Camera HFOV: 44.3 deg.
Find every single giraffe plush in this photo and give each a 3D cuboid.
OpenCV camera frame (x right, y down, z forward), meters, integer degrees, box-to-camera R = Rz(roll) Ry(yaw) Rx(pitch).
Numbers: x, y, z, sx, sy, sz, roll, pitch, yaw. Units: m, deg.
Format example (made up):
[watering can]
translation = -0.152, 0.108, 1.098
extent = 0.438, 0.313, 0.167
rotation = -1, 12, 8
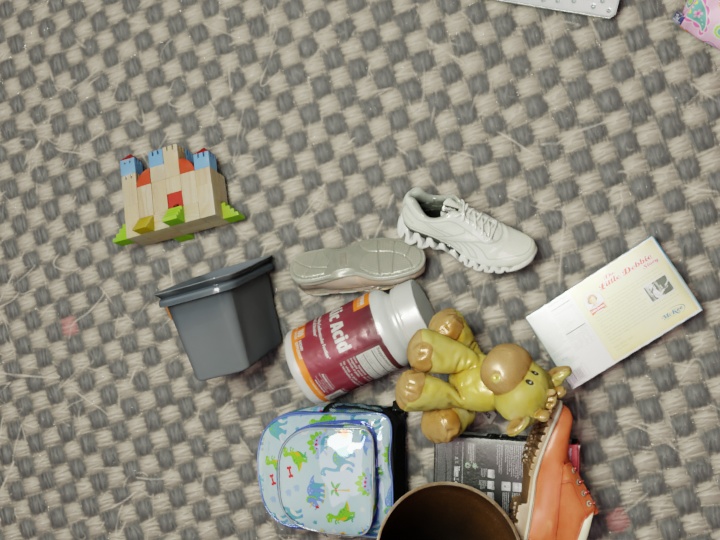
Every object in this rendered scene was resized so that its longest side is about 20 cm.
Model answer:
[giraffe plush]
translation = 0.169, 0.147, 1.126
extent = 0.162, 0.199, 0.174
rotation = -3, 60, 53

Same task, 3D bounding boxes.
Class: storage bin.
[storage bin]
translation = -0.196, 0.070, 1.259
extent = 0.144, 0.200, 0.135
rotation = -15, 95, 15

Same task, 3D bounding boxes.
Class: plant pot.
[plant pot]
translation = 0.096, 0.394, 1.153
extent = 0.185, 0.200, 0.188
rotation = 4, 62, -7

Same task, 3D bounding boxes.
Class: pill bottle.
[pill bottle]
translation = 0.004, 0.097, 1.235
extent = 0.199, 0.114, 0.115
rotation = -26, 82, 14

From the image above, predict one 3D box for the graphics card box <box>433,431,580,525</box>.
[graphics card box]
translation = 0.199, 0.289, 1.210
extent = 0.198, 0.051, 0.127
rotation = 0, 90, 15

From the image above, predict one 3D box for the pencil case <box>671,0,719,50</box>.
[pencil case]
translation = 0.503, -0.304, 1.114
extent = 0.199, 0.087, 0.088
rotation = 34, 98, 13

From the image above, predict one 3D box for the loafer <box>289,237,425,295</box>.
[loafer]
translation = 0.000, 0.000, 1.274
extent = 0.198, 0.063, 0.072
rotation = -5, 55, 13

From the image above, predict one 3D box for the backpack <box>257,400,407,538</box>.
[backpack]
translation = -0.045, 0.276, 1.231
extent = 0.198, 0.147, 0.185
rotation = -2, 86, 19

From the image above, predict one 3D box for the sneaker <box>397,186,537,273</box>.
[sneaker]
translation = 0.144, -0.056, 1.205
extent = 0.198, 0.081, 0.075
rotation = 17, 51, 14

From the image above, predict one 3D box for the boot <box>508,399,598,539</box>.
[boot]
translation = 0.258, 0.268, 1.138
extent = 0.106, 0.075, 0.202
rotation = 12, 94, 4

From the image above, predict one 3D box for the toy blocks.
[toy blocks]
translation = -0.282, -0.125, 1.340
extent = 0.198, 0.100, 0.138
rotation = -13, 75, 16

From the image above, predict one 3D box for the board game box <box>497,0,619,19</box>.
[board game box]
translation = 0.273, -0.457, 1.212
extent = 0.198, 0.026, 0.202
rotation = 14, 94, 16

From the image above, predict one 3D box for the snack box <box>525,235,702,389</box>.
[snack box]
translation = 0.335, 0.057, 1.180
extent = 0.199, 0.037, 0.117
rotation = -34, 81, 13
